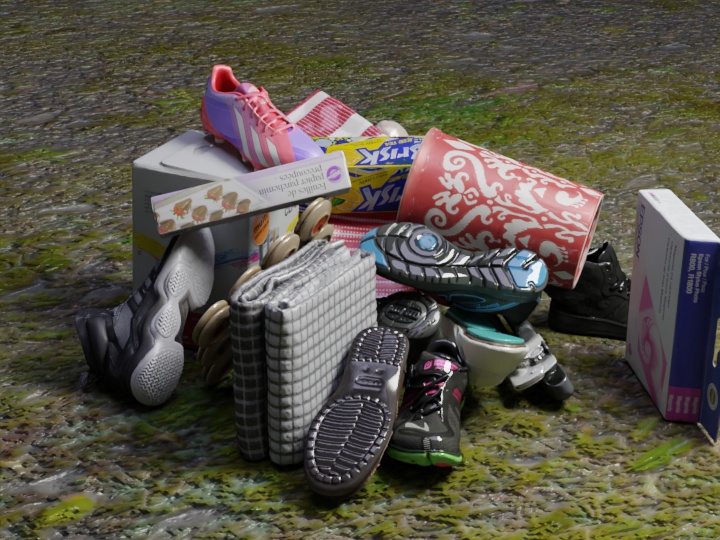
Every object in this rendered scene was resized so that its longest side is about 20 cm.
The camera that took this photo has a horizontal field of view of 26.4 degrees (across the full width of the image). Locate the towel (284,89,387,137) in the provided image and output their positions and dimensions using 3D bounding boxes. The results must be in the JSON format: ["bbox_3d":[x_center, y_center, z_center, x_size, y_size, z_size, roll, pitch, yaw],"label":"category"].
[{"bbox_3d":[-0.035,-0.137,1.862,0.144,0.023,0.200,-38,55,-20],"label":"towel"}]

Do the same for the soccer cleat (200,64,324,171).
[{"bbox_3d":[-0.106,-0.156,1.617,0.066,0.077,0.199,-11,28,-35],"label":"soccer cleat"}]

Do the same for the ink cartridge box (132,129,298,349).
[{"bbox_3d":[-0.157,-0.034,1.673,0.143,0.202,0.145,10,23,18],"label":"ink cartridge box"}]

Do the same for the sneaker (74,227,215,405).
[{"bbox_3d":[-0.224,0.034,1.556,0.113,0.202,0.076,6,-22,26],"label":"sneaker"}]

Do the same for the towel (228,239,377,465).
[{"bbox_3d":[-0.056,0.073,1.477,0.085,0.167,0.200,6,21,24],"label":"towel"}]

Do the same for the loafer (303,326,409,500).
[{"bbox_3d":[0.004,0.142,1.428,0.072,0.071,0.201,12,44,16],"label":"loafer"}]

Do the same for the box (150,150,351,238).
[{"bbox_3d":[-0.109,-0.075,1.524,0.198,0.039,0.041,-14,-3,-4],"label":"box"}]

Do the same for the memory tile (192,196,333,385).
[{"bbox_3d":[-0.093,0.024,1.543,0.017,0.154,0.200,37,69,15],"label":"memory tile"}]

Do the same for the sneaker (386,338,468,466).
[{"bbox_3d":[0.065,0.125,1.468,0.076,0.085,0.200,3,22,3],"label":"sneaker"}]

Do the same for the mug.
[{"bbox_3d":[0.151,-0.048,1.666,0.198,0.178,0.134,18,51,11],"label":"mug"}]

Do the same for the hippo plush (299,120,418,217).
[{"bbox_3d":[-0.007,-0.097,1.903,0.199,0.161,0.160,23,29,39],"label":"hippo plush"}]

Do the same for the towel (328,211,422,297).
[{"bbox_3d":[0.000,0.000,1.721,0.143,0.023,0.202,5,51,-2],"label":"towel"}]

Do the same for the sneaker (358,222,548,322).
[{"bbox_3d":[0.092,0.010,1.597,0.198,0.082,0.074,15,54,5],"label":"sneaker"}]

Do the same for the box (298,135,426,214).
[{"bbox_3d":[0.007,-0.110,1.758,0.198,0.065,0.070,-2,36,-11],"label":"box"}]

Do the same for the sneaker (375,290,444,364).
[{"bbox_3d":[0.006,0.061,1.619,0.199,0.091,0.076,19,58,37],"label":"sneaker"}]

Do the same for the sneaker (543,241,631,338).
[{"bbox_3d":[0.281,0.018,1.729,0.197,0.105,0.060,4,21,4],"label":"sneaker"}]

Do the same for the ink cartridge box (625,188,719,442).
[{"bbox_3d":[0.319,0.042,1.553,0.043,0.199,0.200,-2,22,-7],"label":"ink cartridge box"}]

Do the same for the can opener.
[{"bbox_3d":[0.171,0.086,1.630,0.052,0.067,0.200,-34,22,4],"label":"can opener"}]

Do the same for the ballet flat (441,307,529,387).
[{"bbox_3d":[0.123,0.086,1.565,0.069,0.070,0.200,-2,8,-11],"label":"ballet flat"}]
